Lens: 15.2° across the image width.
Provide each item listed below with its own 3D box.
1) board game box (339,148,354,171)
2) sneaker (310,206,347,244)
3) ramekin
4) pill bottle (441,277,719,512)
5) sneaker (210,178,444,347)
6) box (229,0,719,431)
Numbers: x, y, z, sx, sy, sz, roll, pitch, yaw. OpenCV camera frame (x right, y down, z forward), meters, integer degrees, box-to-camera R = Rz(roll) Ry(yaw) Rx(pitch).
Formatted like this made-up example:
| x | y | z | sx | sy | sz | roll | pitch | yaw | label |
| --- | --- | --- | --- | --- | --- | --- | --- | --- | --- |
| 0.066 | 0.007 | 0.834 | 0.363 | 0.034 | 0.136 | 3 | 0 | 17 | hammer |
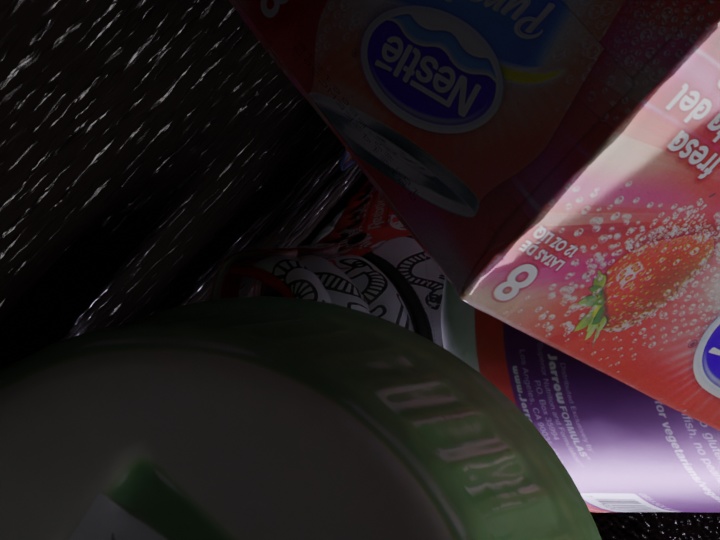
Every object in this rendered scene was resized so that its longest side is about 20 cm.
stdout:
| x | y | z | sx | sy | sz | roll | pitch | yaw | label |
| --- | --- | --- | --- | --- | --- | --- | --- | --- | --- |
| 0.074 | -0.092 | 0.913 | 0.158 | 0.039 | 0.200 | -50 | 173 | 33 | board game box |
| -0.004 | 0.017 | 1.058 | 0.200 | 0.075 | 0.087 | -41 | -171 | 19 | sneaker |
| -0.038 | 0.104 | 0.678 | 0.200 | 0.200 | 0.098 | -47 | 167 | 7 | ramekin |
| 0.128 | 0.011 | 0.747 | 0.200 | 0.113 | 0.112 | -4 | -153 | 41 | pill bottle |
| 0.000 | -0.001 | 0.898 | 0.202 | 0.108 | 0.067 | -109 | -148 | -56 | sneaker |
| 0.078 | -0.033 | 0.592 | 0.095 | 0.103 | 0.200 | -46 | 145 | 13 | box |
